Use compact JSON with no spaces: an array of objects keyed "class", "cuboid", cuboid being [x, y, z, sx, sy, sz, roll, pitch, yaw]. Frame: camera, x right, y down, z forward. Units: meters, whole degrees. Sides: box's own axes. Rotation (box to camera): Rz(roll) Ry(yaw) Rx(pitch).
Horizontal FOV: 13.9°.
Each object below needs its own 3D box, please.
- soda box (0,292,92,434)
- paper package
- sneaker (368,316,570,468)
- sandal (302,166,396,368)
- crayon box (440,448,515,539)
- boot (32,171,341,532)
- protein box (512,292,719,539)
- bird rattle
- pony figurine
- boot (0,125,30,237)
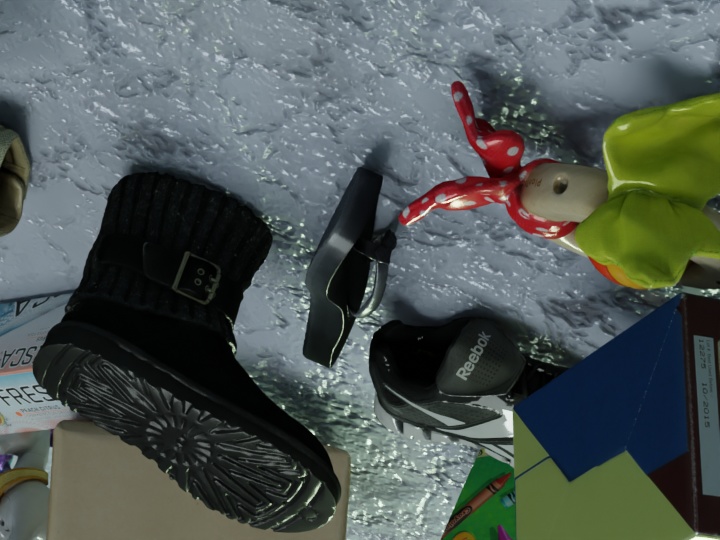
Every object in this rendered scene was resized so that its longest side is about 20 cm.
[{"class":"soda box","cuboid":[-0.196,0.060,1.963,0.199,0.069,0.064,-8,136,43]},{"class":"paper package","cuboid":[-0.112,0.201,1.938,0.199,0.192,0.103,5,174,-2]},{"class":"sneaker","cuboid":[0.087,0.073,1.776,0.199,0.067,0.091,12,149,27]},{"class":"sandal","cuboid":[0.000,0.000,1.729,0.043,0.076,0.200,23,160,7]},{"class":"crayon box","cuboid":[0.093,0.210,1.927,0.058,0.119,0.200,16,148,16]},{"class":"boot","cuboid":[-0.082,0.045,1.770,0.211,0.158,0.079,35,137,-10]},{"class":"protein box","cuboid":[0.216,0.120,1.618,0.199,0.136,0.198,10,156,-23]},{"class":"bird rattle","cuboid":[0.129,-0.024,1.572,0.199,0.113,0.163,-3,156,43]},{"class":"pony figurine","cuboid":[-0.198,0.175,2.058,0.192,0.201,0.166,21,146,-23]},{"class":"boot","cuboid":[-0.289,-0.054,1.862,0.154,0.072,0.200,22,149,2]}]
